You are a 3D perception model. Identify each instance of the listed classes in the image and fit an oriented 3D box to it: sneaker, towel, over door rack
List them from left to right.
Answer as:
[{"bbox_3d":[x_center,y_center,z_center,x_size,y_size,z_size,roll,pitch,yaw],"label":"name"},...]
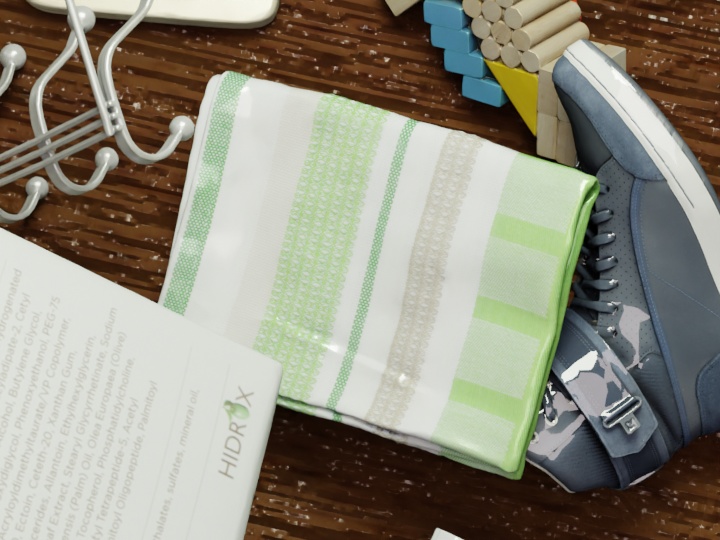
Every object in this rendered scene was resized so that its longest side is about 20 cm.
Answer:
[{"bbox_3d":[-0.161,-0.131,1.062,0.067,0.148,0.200,-32,99,-38],"label":"over door rack"},{"bbox_3d":[0.000,0.000,1.061,0.200,0.031,0.149,17,100,25],"label":"towel"},{"bbox_3d":[0.102,0.008,1.065,0.146,0.077,0.202,-30,105,0],"label":"sneaker"}]

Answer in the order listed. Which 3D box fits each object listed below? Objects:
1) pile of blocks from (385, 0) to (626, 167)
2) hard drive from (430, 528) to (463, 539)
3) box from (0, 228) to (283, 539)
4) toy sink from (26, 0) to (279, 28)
[{"bbox_3d":[0.063,-0.144,1.119,0.062,0.082,0.200,-32,94,-45],"label":"pile of blocks"},{"bbox_3d":[0.046,0.234,1.057,0.132,0.026,0.200,28,85,-29],"label":"hard drive"},{"bbox_3d":[-0.168,0.117,0.966,0.171,0.199,0.200,28,57,-23],"label":"box"},{"bbox_3d":[-0.098,-0.228,1.096,0.130,0.112,0.200,5,84,2],"label":"toy sink"}]
